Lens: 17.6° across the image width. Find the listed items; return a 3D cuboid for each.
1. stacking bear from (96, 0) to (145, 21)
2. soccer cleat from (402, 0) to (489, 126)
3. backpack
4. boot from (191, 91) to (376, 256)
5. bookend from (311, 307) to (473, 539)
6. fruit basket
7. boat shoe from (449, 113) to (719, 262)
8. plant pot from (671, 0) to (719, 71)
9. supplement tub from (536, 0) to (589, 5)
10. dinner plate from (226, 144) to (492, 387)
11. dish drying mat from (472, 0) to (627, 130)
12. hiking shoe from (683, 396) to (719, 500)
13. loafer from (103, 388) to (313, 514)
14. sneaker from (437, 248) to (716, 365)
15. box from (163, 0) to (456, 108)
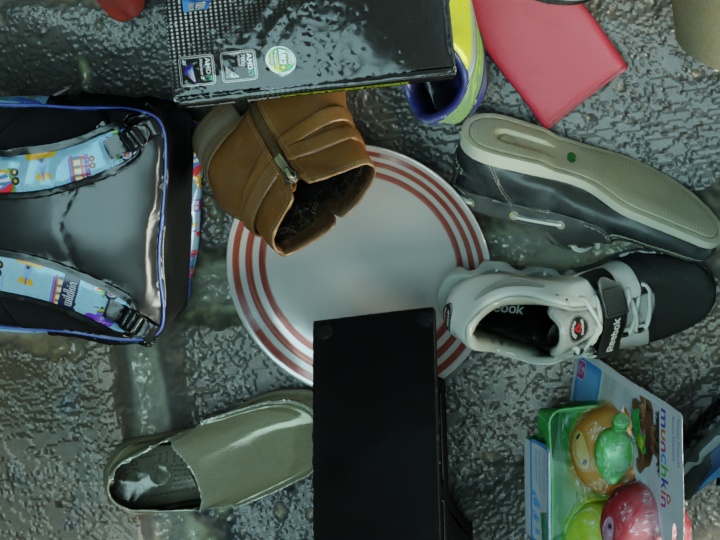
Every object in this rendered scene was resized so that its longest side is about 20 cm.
[{"bbox_3d":[-0.097,-0.256,1.634,0.198,0.114,0.122,-13,99,9],"label":"stacking bear"},{"bbox_3d":[0.042,-0.197,1.610,0.064,0.084,0.202,-8,105,27],"label":"soccer cleat"},{"bbox_3d":[-0.224,-0.043,1.686,0.198,0.135,0.184,4,102,10],"label":"backpack"},{"bbox_3d":[-0.028,-0.114,1.609,0.200,0.155,0.077,-45,128,4],"label":"boot"},{"bbox_3d":[0.035,0.161,1.676,0.091,0.200,0.200,-7,64,13],"label":"bookend"},{"bbox_3d":[0.177,0.165,1.611,0.093,0.200,0.187,-3,102,-10],"label":"fruit basket"},{"bbox_3d":[0.159,-0.047,1.648,0.199,0.072,0.068,20,123,6],"label":"boat shoe"},{"bbox_3d":[0.276,-0.235,1.534,0.186,0.188,0.201,15,118,8],"label":"plant pot"},{"bbox_3d":[0.140,-0.239,1.528,0.121,0.200,0.124,0,93,0],"label":"supplement tub"},{"bbox_3d":[0.000,0.000,1.695,0.198,0.024,0.202,4,112,11],"label":"dinner plate"},{"bbox_3d":[0.101,-0.202,1.648,0.077,0.018,0.200,-37,93,17],"label":"dish drying mat"},{"bbox_3d":[0.304,0.109,1.640,0.200,0.074,0.087,-40,91,16],"label":"hiking shoe"},{"bbox_3d":[-0.105,0.145,1.733,0.199,0.068,0.076,-19,100,17],"label":"loafer"},{"bbox_3d":[0.158,0.035,1.634,0.198,0.089,0.075,-6,112,-3],"label":"sneaker"},{"bbox_3d":[-0.040,-0.218,1.559,0.191,0.048,0.202,-6,89,1],"label":"box"}]
